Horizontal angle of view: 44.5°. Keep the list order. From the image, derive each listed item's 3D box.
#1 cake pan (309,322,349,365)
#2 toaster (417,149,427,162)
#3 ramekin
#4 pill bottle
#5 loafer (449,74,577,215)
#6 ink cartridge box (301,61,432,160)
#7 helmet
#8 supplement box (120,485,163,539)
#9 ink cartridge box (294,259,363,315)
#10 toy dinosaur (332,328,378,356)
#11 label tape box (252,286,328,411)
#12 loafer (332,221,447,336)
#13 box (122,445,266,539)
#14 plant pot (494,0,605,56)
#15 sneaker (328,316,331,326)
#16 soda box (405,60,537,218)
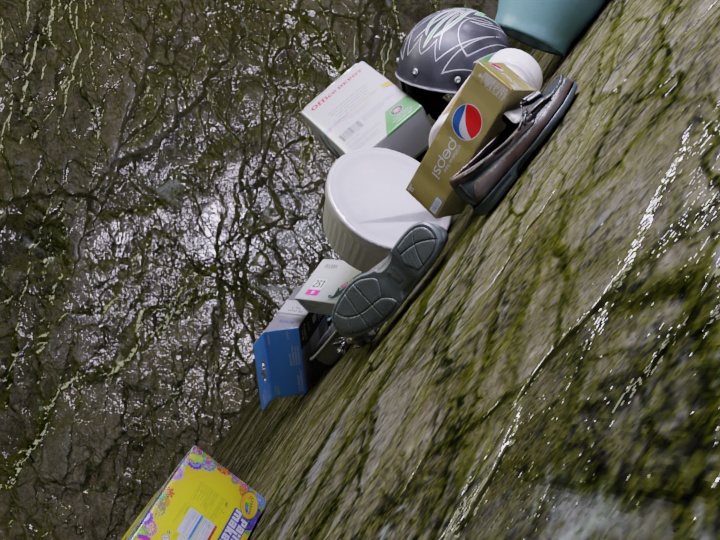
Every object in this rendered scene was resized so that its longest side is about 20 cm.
[{"bbox_3d":[-0.018,0.087,1.552,0.201,0.037,0.200,-53,4,5],"label":"cake pan"},{"bbox_3d":[0.052,-0.169,1.573,0.182,0.117,0.202,59,-139,-49],"label":"toaster"},{"bbox_3d":[0.033,-0.082,1.338,0.203,0.200,0.095,-55,-7,-42],"label":"ramekin"},{"bbox_3d":[0.188,-0.229,1.274,0.201,0.114,0.114,-55,4,-34],"label":"pill bottle"},{"bbox_3d":[0.185,-0.163,1.066,0.201,0.063,0.072,-54,5,-3],"label":"loafer"},{"bbox_3d":[0.011,-0.244,1.473,0.145,0.088,0.200,-40,47,-3],"label":"ink cartridge box"},{"bbox_3d":[0.155,-0.332,1.443,0.201,0.198,0.192,-54,-36,-26],"label":"helmet"},{"bbox_3d":[-0.433,0.566,1.808,0.201,0.108,0.110,-52,3,20],"label":"supplement box"},{"bbox_3d":[0.000,0.000,1.478,0.199,0.044,0.175,4,54,54],"label":"ink cartridge box"},{"bbox_3d":[0.000,0.074,1.309,0.088,0.048,0.201,-31,19,26],"label":"toy dinosaur"},{"bbox_3d":[-0.120,0.143,1.596,0.201,0.062,0.146,-57,-32,-55],"label":"label tape box"},{"bbox_3d":[0.045,0.016,1.177,0.200,0.072,0.063,-45,-16,23],"label":"loafer"},{"bbox_3d":[-0.238,0.361,1.066,0.193,0.121,0.200,-51,4,31],"label":"box"},{"bbox_3d":[0.316,-0.465,1.447,0.200,0.197,0.190,-71,3,-80],"label":"plant pot"},{"bbox_3d":[-0.066,0.114,1.859,0.089,0.078,0.201,-22,29,45],"label":"sneaker"},{"bbox_3d":[0.142,-0.168,1.142,0.067,0.064,0.201,-13,-39,-50],"label":"soda box"}]
